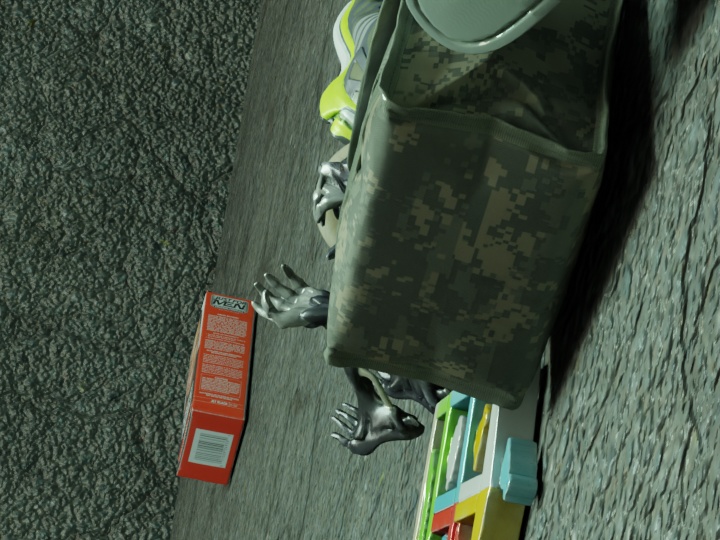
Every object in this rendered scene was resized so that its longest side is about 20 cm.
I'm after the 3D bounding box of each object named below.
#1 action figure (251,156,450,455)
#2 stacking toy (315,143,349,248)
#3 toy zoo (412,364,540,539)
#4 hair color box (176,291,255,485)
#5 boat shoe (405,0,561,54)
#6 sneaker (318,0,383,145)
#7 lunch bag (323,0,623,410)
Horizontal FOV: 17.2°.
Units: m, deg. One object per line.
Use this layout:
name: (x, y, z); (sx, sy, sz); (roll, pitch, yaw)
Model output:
action figure: (0.000, 0.000, 1.281); (0.119, 0.102, 0.201); (-47, -37, -43)
stacking toy: (0.008, -0.044, 1.576); (0.200, 0.085, 0.086); (-156, 78, -86)
toy zoo: (0.055, 0.117, 1.176); (0.200, 0.020, 0.132); (132, 149, -76)
hair color box: (-0.157, 0.127, 2.604); (0.200, 0.061, 0.102); (-87, 11, -53)
boat shoe: (0.095, -0.151, 0.957); (0.200, 0.076, 0.060); (-18, 28, 47)
sneaker: (0.026, -0.158, 1.693); (0.081, 0.074, 0.200); (-47, 20, 29)
lunch bag: (0.055, -0.069, 1.112); (0.200, 0.117, 0.164); (-76, 0, -47)
